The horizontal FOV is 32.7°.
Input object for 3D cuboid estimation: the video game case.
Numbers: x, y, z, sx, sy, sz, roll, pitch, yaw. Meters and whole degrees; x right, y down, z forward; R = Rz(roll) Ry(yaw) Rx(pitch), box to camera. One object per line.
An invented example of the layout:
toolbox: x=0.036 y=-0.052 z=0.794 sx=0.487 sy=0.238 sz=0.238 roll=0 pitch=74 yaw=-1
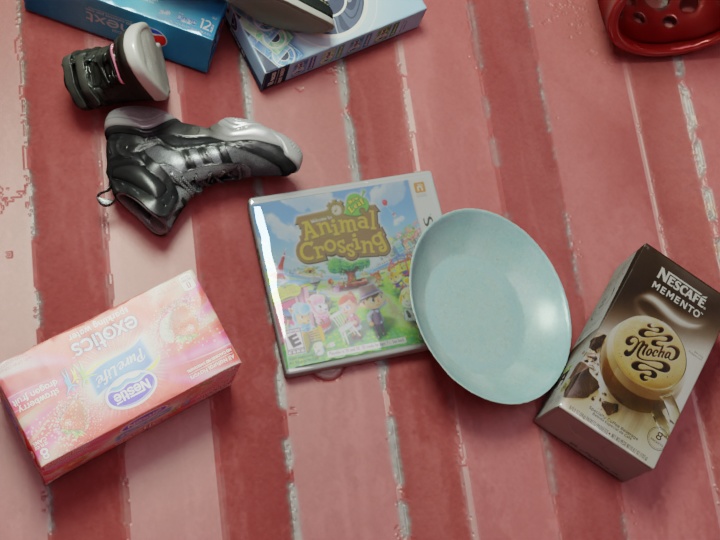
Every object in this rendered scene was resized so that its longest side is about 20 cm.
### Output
video game case: x=0.000 y=0.000 z=1.230 sx=0.197 sy=0.022 sz=0.185 roll=-10 pitch=74 yaw=-15

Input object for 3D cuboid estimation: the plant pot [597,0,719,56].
plant pot: x=0.342 y=-0.362 z=1.338 sx=0.197 sy=0.201 sz=0.185 roll=-6 pitch=64 yaw=-14

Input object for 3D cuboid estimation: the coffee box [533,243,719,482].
coffee box: x=0.275 y=0.092 z=1.229 sx=0.112 sy=0.080 sz=0.201 roll=32 pitch=68 yaw=0

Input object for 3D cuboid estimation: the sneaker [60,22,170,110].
sneaker: x=-0.236 y=-0.185 z=1.159 sx=0.098 sy=0.200 sz=0.072 roll=-13 pitch=96 yaw=-4

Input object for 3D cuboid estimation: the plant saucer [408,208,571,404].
plant saucer: x=0.122 y=0.039 z=1.217 sx=0.199 sy=0.039 sz=0.204 roll=14 pitch=64 yaw=-29

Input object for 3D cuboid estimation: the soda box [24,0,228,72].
soda box: x=-0.237 y=-0.275 z=1.243 sx=0.197 sy=0.068 sz=0.065 roll=19 pitch=67 yaw=-6

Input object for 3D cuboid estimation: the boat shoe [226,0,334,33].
boat shoe: x=-0.109 y=-0.291 z=1.206 sx=0.198 sy=0.075 sz=0.061 roll=18 pitch=75 yaw=-31

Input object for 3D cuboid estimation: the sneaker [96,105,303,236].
sneaker: x=-0.159 y=-0.088 z=1.198 sx=0.197 sy=0.076 sz=0.116 roll=9 pitch=71 yaw=-3

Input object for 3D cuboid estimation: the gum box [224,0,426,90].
gum box: x=-0.055 y=-0.307 z=1.307 sx=0.198 sy=0.045 sz=0.172 roll=-24 pitch=79 yaw=-18

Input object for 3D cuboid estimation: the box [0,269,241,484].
box: x=-0.219 y=0.097 z=1.109 sx=0.198 sy=0.095 sz=0.104 roll=-26 pitch=80 yaw=-19
